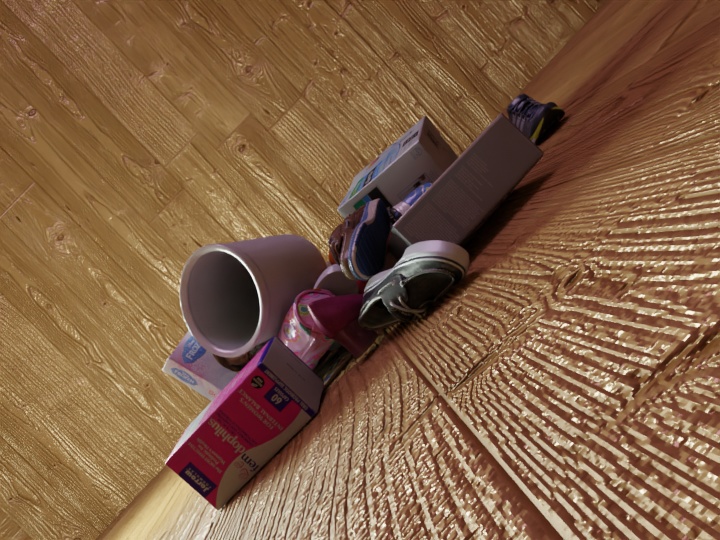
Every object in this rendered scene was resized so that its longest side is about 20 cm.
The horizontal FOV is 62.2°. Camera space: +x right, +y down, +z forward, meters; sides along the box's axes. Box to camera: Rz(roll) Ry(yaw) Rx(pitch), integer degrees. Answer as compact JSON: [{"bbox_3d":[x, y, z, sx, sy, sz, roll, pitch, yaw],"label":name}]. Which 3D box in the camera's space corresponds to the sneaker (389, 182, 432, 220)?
[{"bbox_3d":[0.114,-0.084,0.959,0.077,0.076,0.200,-45,-15,10],"label":"sneaker"}]

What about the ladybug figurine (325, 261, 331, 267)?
[{"bbox_3d":[-0.069,0.053,1.155,0.138,0.071,0.200,-64,2,-3],"label":"ladybug figurine"}]

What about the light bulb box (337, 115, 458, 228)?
[{"bbox_3d":[0.080,-0.161,1.130,0.199,0.125,0.199,-37,15,23],"label":"light bulb box"}]

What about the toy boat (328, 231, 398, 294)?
[{"bbox_3d":[0.000,0.000,1.023,0.131,0.130,0.200,-48,-2,-36],"label":"toy boat"}]

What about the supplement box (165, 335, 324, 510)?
[{"bbox_3d":[-0.155,0.206,0.817,0.200,0.101,0.103,-46,8,12],"label":"supplement box"}]

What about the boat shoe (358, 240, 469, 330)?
[{"bbox_3d":[0.060,0.028,0.702,0.200,0.071,0.072,-39,30,59],"label":"boat shoe"}]

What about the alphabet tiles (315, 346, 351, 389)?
[{"bbox_3d":[-0.060,0.169,0.947,0.200,0.006,0.166,-48,4,-28],"label":"alphabet tiles"}]

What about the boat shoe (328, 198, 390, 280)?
[{"bbox_3d":[-0.005,-0.036,0.854,0.071,0.073,0.201,-18,19,20],"label":"boat shoe"}]

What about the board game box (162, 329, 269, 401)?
[{"bbox_3d":[-0.200,0.144,1.020,0.041,0.198,0.201,-52,9,38],"label":"board game box"}]

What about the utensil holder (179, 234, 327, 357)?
[{"bbox_3d":[-0.166,0.030,0.977,0.170,0.171,0.199,-44,-11,27],"label":"utensil holder"}]

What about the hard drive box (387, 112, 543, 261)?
[{"bbox_3d":[0.132,-0.086,0.795,0.200,0.077,0.156,-45,-6,-7],"label":"hard drive box"}]

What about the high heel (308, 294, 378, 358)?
[{"bbox_3d":[0.006,0.031,0.845,0.067,0.096,0.200,-44,4,35],"label":"high heel"}]

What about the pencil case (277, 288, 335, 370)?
[{"bbox_3d":[-0.089,0.115,0.911,0.088,0.087,0.201,-48,-8,-46],"label":"pencil case"}]

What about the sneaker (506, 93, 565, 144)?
[{"bbox_3d":[0.301,-0.274,1.067,0.074,0.081,0.200,-45,3,7],"label":"sneaker"}]

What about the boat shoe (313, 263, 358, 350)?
[{"bbox_3d":[-0.042,0.046,0.951,0.201,0.072,0.069,93,175,-51],"label":"boat shoe"}]

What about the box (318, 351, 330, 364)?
[{"bbox_3d":[-0.099,0.172,1.185,0.200,0.036,0.144,-49,4,-24],"label":"box"}]
